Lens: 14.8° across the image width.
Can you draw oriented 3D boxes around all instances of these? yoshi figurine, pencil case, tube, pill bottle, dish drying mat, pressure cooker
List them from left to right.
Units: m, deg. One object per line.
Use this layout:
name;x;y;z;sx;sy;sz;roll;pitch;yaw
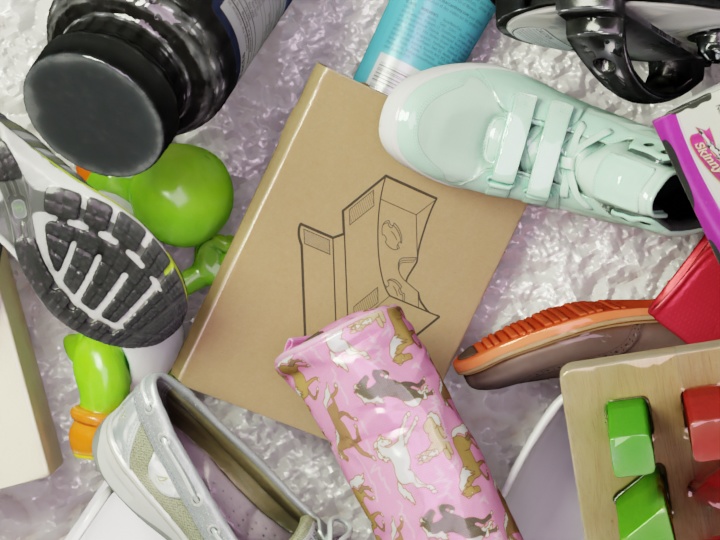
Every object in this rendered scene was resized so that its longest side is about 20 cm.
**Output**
yoshi figurine;-0.118;0.009;1.616;0.112;0.112;0.200;-2;90;-7
pill bottle;-0.107;-0.147;1.554;0.112;0.112;0.200;31;48;-1
pencil case;0.027;0.116;1.561;0.086;0.083;0.200;-26;86;5
tube;0.050;-0.160;1.637;0.077;0.050;0.200;28;89;-21
pressure cooker;0.157;-0.195;1.560;0.176;0.179;0.200;4;84;-22
dish drying mat;0.261;0.050;1.620;0.200;0.018;0.077;37;92;-23

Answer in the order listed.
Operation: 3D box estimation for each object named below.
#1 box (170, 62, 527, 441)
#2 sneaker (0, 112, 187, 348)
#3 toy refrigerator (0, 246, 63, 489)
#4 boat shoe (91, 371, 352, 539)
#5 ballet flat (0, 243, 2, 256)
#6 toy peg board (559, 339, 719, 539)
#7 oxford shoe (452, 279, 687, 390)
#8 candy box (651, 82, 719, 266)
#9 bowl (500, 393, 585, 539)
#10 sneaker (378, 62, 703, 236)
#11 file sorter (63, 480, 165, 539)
box;0.000;0.000;1.615;0.163;0.021;0.200;23;95;-29
sneaker;-0.174;-0.036;1.533;0.200;0.081;0.074;42;102;-9
toy refrigerator;-0.237;0.030;1.629;0.070;0.076;0.200;-14;93;1
boat shoe;-0.060;0.141;1.545;0.202;0.074;0.065;44;131;2
ballet flat;-0.252;0.033;1.557;0.073;0.073;0.200;20;92;-1
toy peg board;0.223;0.144;1.527;0.199;0.098;0.200;-9;102;6
oxford shoe;0.156;0.051;1.633;0.200;0.071;0.073;-12;98;1
candy box;0.265;-0.062;1.571;0.061;0.200;0.137;-24;94;42
bowl;0.168;0.171;1.622;0.200;0.075;0.200;23;102;-2
sneaker;0.117;-0.069;1.569;0.200;0.118;0.074;10;96;-24
file sorter;-0.100;0.227;1.611;0.200;0.125;0.139;34;92;-2
